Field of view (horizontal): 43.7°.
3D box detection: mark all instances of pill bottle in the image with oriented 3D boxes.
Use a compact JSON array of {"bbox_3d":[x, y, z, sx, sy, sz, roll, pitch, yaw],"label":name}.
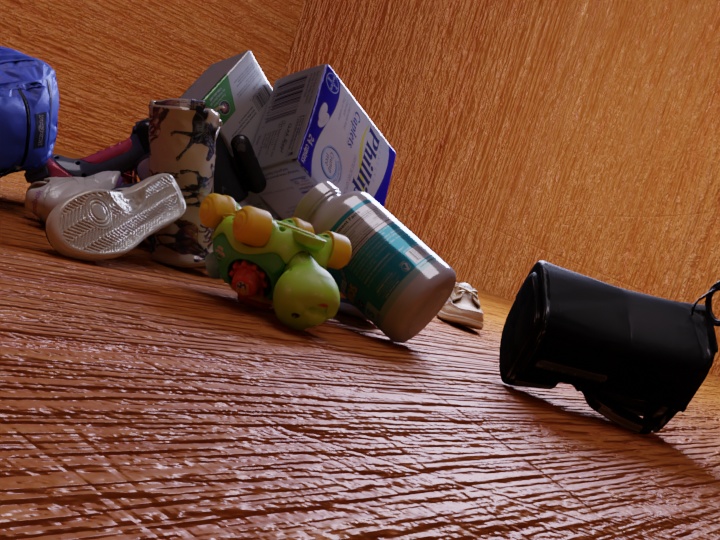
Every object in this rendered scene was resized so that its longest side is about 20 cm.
[{"bbox_3d":[0.010,-0.017,1.067,0.200,0.111,0.111,43,12,19],"label":"pill bottle"}]

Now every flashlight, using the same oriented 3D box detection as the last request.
[{"bbox_3d":[-0.352,-0.153,1.217,0.068,0.198,0.068,49,-19,45],"label":"flashlight"}]

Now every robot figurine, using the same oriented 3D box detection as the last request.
[{"bbox_3d":[-0.218,-0.111,1.178,0.149,0.202,0.124,-15,14,44],"label":"robot figurine"}]

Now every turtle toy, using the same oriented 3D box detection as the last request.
[{"bbox_3d":[-0.087,-0.006,0.941,0.144,0.102,0.199,16,5,-38],"label":"turtle toy"}]

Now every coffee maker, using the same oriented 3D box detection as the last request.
[{"bbox_3d":[0.272,0.064,0.990,0.197,0.194,0.135,16,20,-8],"label":"coffee maker"}]

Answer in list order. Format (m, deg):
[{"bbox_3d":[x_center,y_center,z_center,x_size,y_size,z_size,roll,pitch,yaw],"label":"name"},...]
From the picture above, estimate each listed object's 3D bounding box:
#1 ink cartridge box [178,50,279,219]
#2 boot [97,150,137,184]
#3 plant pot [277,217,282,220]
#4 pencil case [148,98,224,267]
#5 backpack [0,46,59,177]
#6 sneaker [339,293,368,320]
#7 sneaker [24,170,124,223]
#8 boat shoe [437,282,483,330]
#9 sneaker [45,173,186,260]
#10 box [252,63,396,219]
[{"bbox_3d":[-0.169,-0.187,1.295,0.082,0.147,0.201,-9,-55,36],"label":"ink cartridge box"},{"bbox_3d":[-0.344,-0.114,1.267,0.074,0.109,0.199,18,5,-36],"label":"boot"},{"bbox_3d":[-0.153,-0.101,1.493,0.198,0.203,0.183,16,-12,-22],"label":"plant pot"},{"bbox_3d":[-0.208,-0.103,1.075,0.088,0.203,0.078,1,7,-2],"label":"pencil case"},{"bbox_3d":[-0.458,-0.185,1.100,0.166,0.165,0.200,23,22,17],"label":"backpack"},{"bbox_3d":[0.000,0.000,1.192,0.077,0.114,0.200,17,4,-12],"label":"sneaker"},{"bbox_3d":[-0.349,-0.094,1.103,0.098,0.076,0.200,16,8,-6],"label":"sneaker"},{"bbox_3d":[0.172,0.055,1.567,0.073,0.070,0.200,17,4,-12],"label":"boat shoe"},{"bbox_3d":[-0.273,-0.049,0.959,0.084,0.076,0.200,-18,5,28],"label":"sneaker"},{"bbox_3d":[-0.052,-0.153,1.289,0.104,0.186,0.200,-10,-39,33],"label":"box"}]
